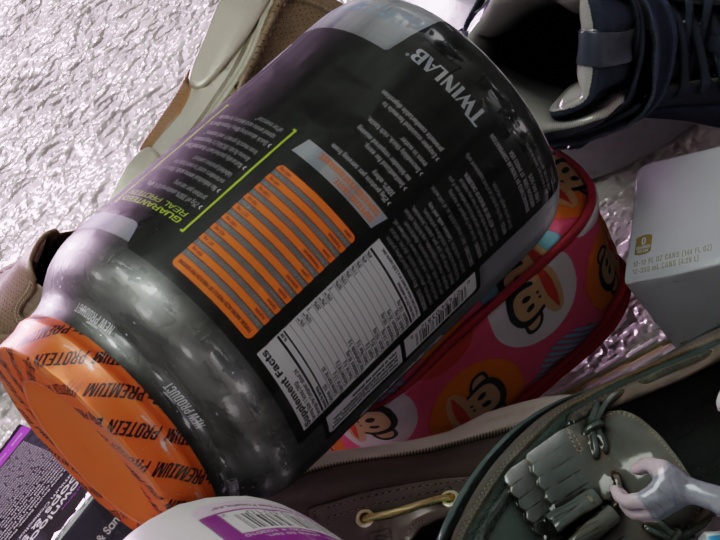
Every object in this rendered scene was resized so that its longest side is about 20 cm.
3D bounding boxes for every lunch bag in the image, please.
[{"bbox_3d":[0.000,0.000,0.902,0.176,0.082,0.200,-40,45,-10],"label":"lunch bag"}]

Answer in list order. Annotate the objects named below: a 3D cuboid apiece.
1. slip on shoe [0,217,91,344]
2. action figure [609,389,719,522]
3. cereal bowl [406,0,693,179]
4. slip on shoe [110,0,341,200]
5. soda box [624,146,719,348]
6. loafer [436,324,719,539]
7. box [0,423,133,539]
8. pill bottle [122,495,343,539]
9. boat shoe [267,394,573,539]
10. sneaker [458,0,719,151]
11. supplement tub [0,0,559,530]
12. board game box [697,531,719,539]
[{"bbox_3d":[-0.159,0.006,1.090,0.200,0.061,0.076,-12,48,32],"label":"slip on shoe"},{"bbox_3d":[0.181,0.064,0.651,0.149,0.200,0.134,43,110,39],"label":"action figure"},{"bbox_3d":[0.099,-0.142,0.993,0.200,0.083,0.200,-22,44,22],"label":"cereal bowl"},{"bbox_3d":[-0.057,-0.033,0.860,0.061,0.076,0.200,21,66,9],"label":"slip on shoe"},{"bbox_3d":[0.207,-0.020,0.801,0.200,0.068,0.064,-13,48,31],"label":"soda box"},{"bbox_3d":[0.108,0.064,0.745,0.200,0.072,0.063,-32,-5,-34],"label":"loafer"},{"bbox_3d":[-0.168,0.143,0.937,0.143,0.036,0.200,-52,15,-12],"label":"box"},{"bbox_3d":[-0.008,0.147,0.633,0.112,0.112,0.200,-50,28,-10],"label":"pill bottle"},{"bbox_3d":[0.017,0.108,0.806,0.200,0.072,0.060,-17,37,-9],"label":"boat shoe"},{"bbox_3d":[0.138,-0.089,0.838,0.202,0.146,0.077,-1,94,14],"label":"sneaker"},{"bbox_3d":[-0.031,0.000,0.768,0.200,0.123,0.122,-43,37,-21],"label":"supplement tub"},{"bbox_3d":[0.172,0.171,0.566,0.147,0.064,0.200,-4,67,-4],"label":"board game box"}]
